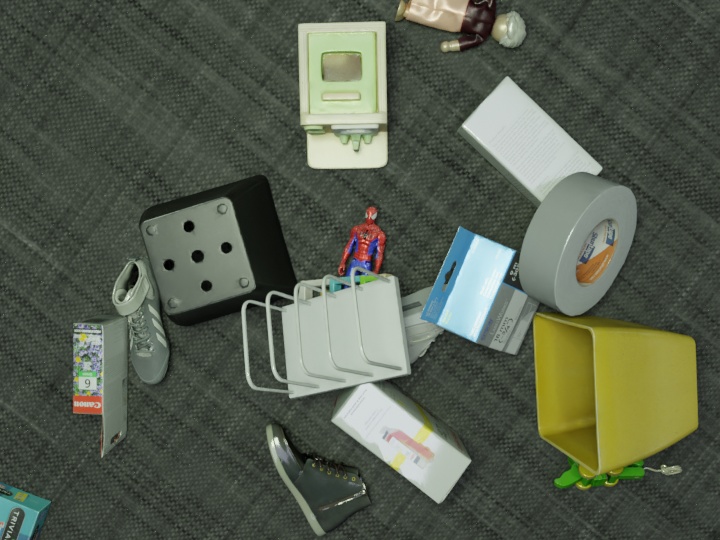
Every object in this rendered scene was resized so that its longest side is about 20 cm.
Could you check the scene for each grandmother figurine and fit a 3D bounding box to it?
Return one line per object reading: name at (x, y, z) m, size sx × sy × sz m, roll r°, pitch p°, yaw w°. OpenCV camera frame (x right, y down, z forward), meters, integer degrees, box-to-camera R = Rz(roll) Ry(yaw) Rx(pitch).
grandmother figurine at (0.159, -0.391, 1.096) m, size 0.198 × 0.061 × 0.122 m, roll 19°, pitch 121°, yaw -3°

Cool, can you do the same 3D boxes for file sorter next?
file sorter at (-0.053, 0.088, 0.998) m, size 0.199 × 0.124 × 0.140 m, roll -17°, pitch 70°, yaw 28°

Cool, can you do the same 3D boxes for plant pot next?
plant pot at (-0.219, -0.025, 1.068) m, size 0.198 × 0.177 × 0.201 m, roll -16°, pitch 94°, yaw 1°
plant pot at (0.380, 0.164, 1.067) m, size 0.174 × 0.200 × 0.202 m, roll -4°, pitch 94°, yaw -10°

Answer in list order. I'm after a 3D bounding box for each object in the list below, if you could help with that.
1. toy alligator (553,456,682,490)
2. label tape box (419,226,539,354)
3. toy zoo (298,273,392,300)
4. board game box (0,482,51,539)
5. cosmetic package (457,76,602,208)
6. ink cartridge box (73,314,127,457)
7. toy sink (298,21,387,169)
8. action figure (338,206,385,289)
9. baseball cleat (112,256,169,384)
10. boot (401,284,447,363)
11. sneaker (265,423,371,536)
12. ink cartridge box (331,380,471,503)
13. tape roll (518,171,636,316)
toy alligator at (0.400, 0.305, 1.138) m, size 0.198 × 0.060 × 0.055 m, roll -8°, pitch 53°, yaw 2°
label tape box at (0.190, 0.036, 1.054) m, size 0.063 × 0.199 × 0.145 m, roll 26°, pitch 94°, yaw 40°
toy zoo at (-0.036, 0.077, 1.096) m, size 0.199 × 0.020 × 0.133 m, roll -6°, pitch 81°, yaw 38°
board game box at (-0.629, 0.417, 1.173) m, size 0.198 × 0.047 × 0.152 m, roll 21°, pitch 94°, yaw 0°
cosmetic package at (0.255, -0.184, 1.097) m, size 0.200 × 0.071 × 0.102 m, roll 44°, pitch 93°, yaw -2°
ink cartridge box at (-0.403, 0.175, 1.119) m, size 0.050 × 0.109 × 0.202 m, roll 2°, pitch 94°, yaw 1°
toy sink at (-0.023, -0.257, 1.079) m, size 0.129 × 0.112 × 0.202 m, roll 0°, pitch 94°, yaw 2°
action figure at (0.000, 0.000, 1.127) m, size 0.065 × 0.052 × 0.202 m, roll 12°, pitch 92°, yaw 16°
baseball cleat at (-0.345, 0.080, 1.113) m, size 0.069 × 0.106 × 0.202 m, roll -5°, pitch 89°, yaw 15°
boot at (0.097, 0.089, 1.130) m, size 0.198 × 0.074 × 0.096 m, roll -12°, pitch 125°, yaw -11°
sneaker at (-0.067, 0.311, 1.145) m, size 0.106 × 0.075 × 0.201 m, roll -29°, pitch 102°, yaw -2°
ink cartridge box at (0.060, 0.240, 1.095) m, size 0.199 × 0.145 × 0.084 m, roll 39°, pitch 92°, yaw -2°
tape roll at (0.317, -0.037, 1.045) m, size 0.066 × 0.200 × 0.202 m, roll 30°, pitch 95°, yaw 41°
